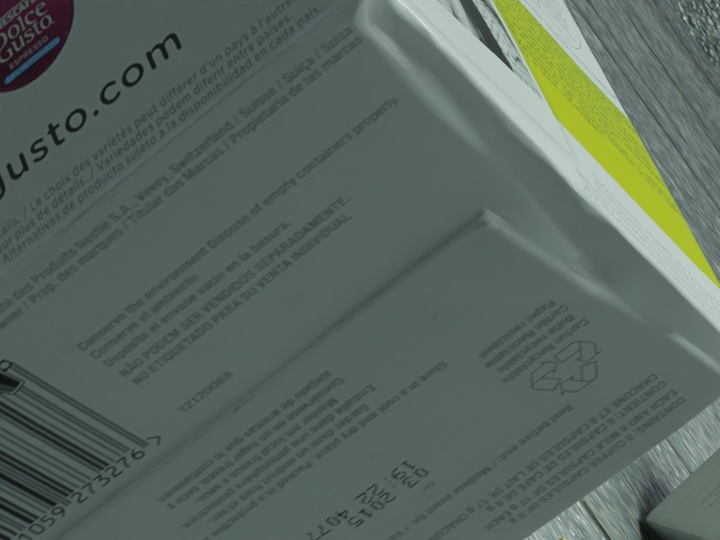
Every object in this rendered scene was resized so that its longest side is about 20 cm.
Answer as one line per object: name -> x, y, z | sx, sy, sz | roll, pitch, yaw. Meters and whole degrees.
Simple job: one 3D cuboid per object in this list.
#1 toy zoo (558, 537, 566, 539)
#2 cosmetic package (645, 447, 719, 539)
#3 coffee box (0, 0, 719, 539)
toy zoo -> 0.108, 0.184, 1.144 | 0.131, 0.020, 0.200 | 53, 14, -6
cosmetic package -> 0.275, 0.138, 1.371 | 0.168, 0.166, 0.200 | 51, -10, -10
coffee box -> -0.053, -0.029, 0.742 | 0.200, 0.199, 0.198 | 38, 21, -47
